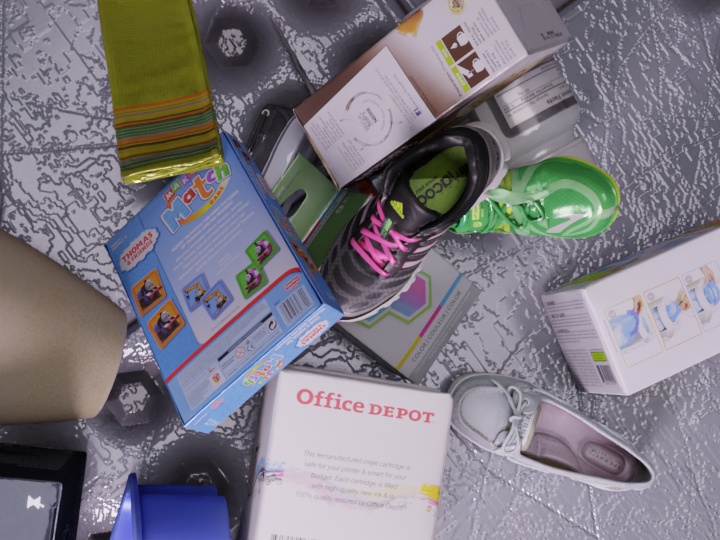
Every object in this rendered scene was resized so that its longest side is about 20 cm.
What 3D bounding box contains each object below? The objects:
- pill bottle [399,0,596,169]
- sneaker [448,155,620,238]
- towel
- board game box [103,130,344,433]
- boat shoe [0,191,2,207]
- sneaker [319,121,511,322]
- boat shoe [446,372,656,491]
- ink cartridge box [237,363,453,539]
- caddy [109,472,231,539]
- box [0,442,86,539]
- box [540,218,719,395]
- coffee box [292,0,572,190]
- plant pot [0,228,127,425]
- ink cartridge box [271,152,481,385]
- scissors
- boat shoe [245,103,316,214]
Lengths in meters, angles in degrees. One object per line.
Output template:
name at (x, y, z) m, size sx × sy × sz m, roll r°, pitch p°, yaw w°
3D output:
pill bottle at (0.127, -0.158, 0.958) m, size 0.113 × 0.114 × 0.201 m, roll -28°, pitch 92°, yaw -10°
sneaker at (0.116, -0.054, 0.888) m, size 0.199 × 0.084 × 0.075 m, roll 7°, pitch 119°, yaw 26°
towel at (-0.174, -0.167, 0.908) m, size 0.085 × 0.018 × 0.201 m, roll -12°, pitch 63°, yaw -5°
board game box at (-0.118, 0.005, 0.865) m, size 0.151 × 0.037 × 0.201 m, roll -41°, pitch 57°, yaw 13°
boat shoe at (-0.371, -0.128, 0.881) m, size 0.074 × 0.086 × 0.203 m, roll -28°, pitch 92°, yaw -10°
sneaker at (0.032, -0.041, 0.822) m, size 0.200 × 0.087 × 0.074 m, roll -45°, pitch 77°, yaw 10°
boat shoe at (0.173, 0.150, 0.972) m, size 0.201 × 0.065 × 0.075 m, roll 26°, pitch 83°, yaw -7°
ink cartridge box at (-0.019, 0.187, 0.896) m, size 0.146 × 0.145 × 0.202 m, roll 10°, pitch 85°, yaw -9°
caddy at (-0.161, 0.266, 0.870) m, size 0.104 × 0.141 × 0.202 m, roll -3°, pitch 87°, yaw -15°
box at (-0.281, 0.219, 0.821) m, size 0.106 × 0.200 × 0.150 m, roll 8°, pitch 85°, yaw -10°
box at (0.287, 0.028, 0.975) m, size 0.199 × 0.112 × 0.102 m, roll -23°, pitch 89°, yaw -11°
coffee box at (0.057, -0.158, 0.862) m, size 0.199 × 0.114 × 0.080 m, roll -33°, pitch 88°, yaw 32°
plant pot at (-0.298, 0.049, 0.854) m, size 0.199 × 0.187 × 0.189 m, roll 19°, pitch 84°, yaw -24°
ink cartridge box at (0.000, 0.000, 0.922) m, size 0.200 × 0.059 × 0.104 m, roll 40°, pitch 80°, yaw -26°
scissors at (-0.033, -0.143, 0.973) m, size 0.014 × 0.073 × 0.201 m, roll -32°, pitch 68°, yaw 8°
boat shoe at (-0.107, -0.057, 0.938) m, size 0.066 × 0.070 × 0.201 m, roll 28°, pitch 90°, yaw 17°
